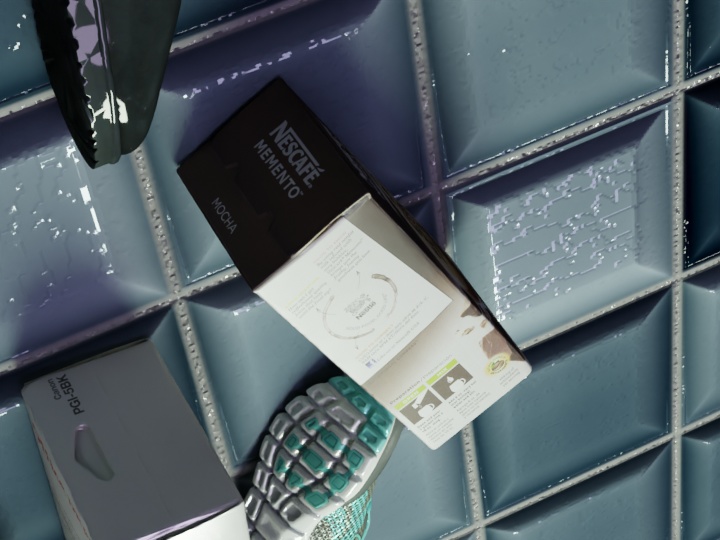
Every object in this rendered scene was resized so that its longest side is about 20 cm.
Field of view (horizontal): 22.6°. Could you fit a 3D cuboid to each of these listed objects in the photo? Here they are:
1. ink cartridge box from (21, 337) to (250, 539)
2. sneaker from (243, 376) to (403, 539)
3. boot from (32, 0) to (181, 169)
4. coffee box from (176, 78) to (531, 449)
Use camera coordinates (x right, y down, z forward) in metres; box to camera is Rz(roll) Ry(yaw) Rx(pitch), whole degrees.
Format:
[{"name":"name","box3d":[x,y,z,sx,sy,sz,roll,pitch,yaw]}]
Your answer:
[{"name":"ink cartridge box","box3d":[-0.119,0.162,1.044,0.083,0.147,0.200,-21,137,-16]},{"name":"sneaker","box3d":[-0.024,0.142,1.156,0.091,0.078,0.200,-1,133,-51]},{"name":"boot","box3d":[-0.073,-0.150,0.851,0.162,0.073,0.198,-20,135,-20]},{"name":"coffee box","box3d":[0.000,0.000,0.997,0.080,0.113,0.200,-40,138,6]}]
